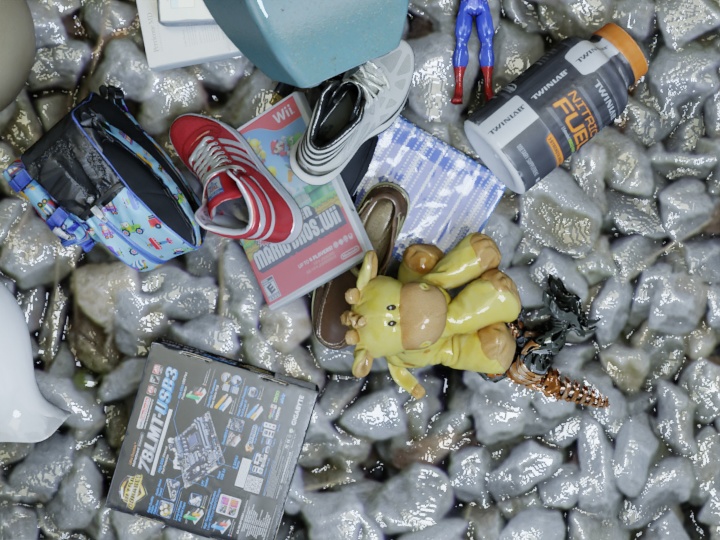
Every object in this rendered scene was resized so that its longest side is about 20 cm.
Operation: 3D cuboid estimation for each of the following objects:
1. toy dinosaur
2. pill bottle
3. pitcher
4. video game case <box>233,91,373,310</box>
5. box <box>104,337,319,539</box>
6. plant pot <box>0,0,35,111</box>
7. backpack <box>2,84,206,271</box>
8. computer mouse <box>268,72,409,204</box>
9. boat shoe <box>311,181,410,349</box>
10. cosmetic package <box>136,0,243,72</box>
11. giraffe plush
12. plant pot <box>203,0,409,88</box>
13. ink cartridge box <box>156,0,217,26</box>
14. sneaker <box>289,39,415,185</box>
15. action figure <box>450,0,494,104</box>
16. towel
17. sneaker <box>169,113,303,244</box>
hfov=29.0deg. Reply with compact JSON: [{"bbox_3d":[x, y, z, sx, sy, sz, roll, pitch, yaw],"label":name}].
[{"bbox_3d":[0.195,0.082,1.567,0.200,0.102,0.136,32,108,-19],"label":"toy dinosaur"},{"bbox_3d":[0.220,-0.185,1.529,0.200,0.106,0.106,-40,92,-4],"label":"pill bottle"},{"bbox_3d":[-0.439,0.107,1.547,0.171,0.121,0.200,-21,104,16],"label":"pitcher"},{"bbox_3d":[-0.082,-0.076,1.531,0.143,0.017,0.200,-29,78,27],"label":"video game case"},{"bbox_3d":[-0.167,0.199,1.577,0.198,0.050,0.201,16,93,0],"label":"box"},{"bbox_3d":[-0.469,-0.258,1.514,0.200,0.134,0.201,0,93,1],"label":"plant pot"},{"bbox_3d":[-0.264,-0.082,1.507,0.134,0.183,0.200,-39,104,10],"label":"backpack"},{"bbox_3d":[-0.047,-0.145,1.543,0.140,0.046,0.200,28,95,0],"label":"computer mouse"},{"bbox_3d":[-0.006,-0.002,1.545,0.075,0.075,0.203,19,101,-1],"label":"boat shoe"},{"bbox_3d":[-0.179,-0.334,1.552,0.150,0.052,0.201,-10,93,-3],"label":"cosmetic package"},{"bbox_3d":[0.054,0.045,1.482,0.200,0.162,0.173,-29,70,23],"label":"giraffe plush"},{"bbox_3d":[-0.059,-0.301,1.424,0.196,0.196,0.200,-25,112,-16],"label":"plant pot"},{"bbox_3d":[-0.124,-0.351,1.505,0.199,0.047,0.161,-3,93,-1],"label":"ink cartridge box"},{"bbox_3d":[0.007,-0.183,1.463,0.076,0.115,0.201,36,68,-1],"label":"sneaker"},{"bbox_3d":[0.129,-0.289,1.536,0.065,0.099,0.201,-1,90,-1],"label":"action figure"},{"bbox_3d":[0.051,-0.090,1.578,0.200,0.024,0.145,30,93,-2],"label":"towel"},{"bbox_3d":[-0.157,-0.104,1.496,0.200,0.112,0.071,43,109,20],"label":"sneaker"}]
